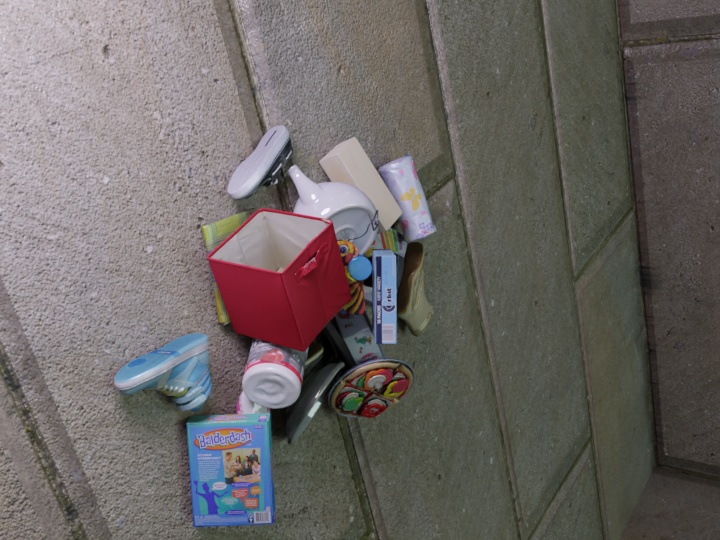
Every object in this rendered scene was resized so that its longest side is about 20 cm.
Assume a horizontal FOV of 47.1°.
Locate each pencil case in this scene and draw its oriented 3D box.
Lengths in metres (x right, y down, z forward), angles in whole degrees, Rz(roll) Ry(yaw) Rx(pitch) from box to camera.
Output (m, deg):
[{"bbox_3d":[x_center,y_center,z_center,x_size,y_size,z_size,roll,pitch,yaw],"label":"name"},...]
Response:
[{"bbox_3d":[0.111,-0.166,1.939,0.082,0.091,0.202,-21,95,-11],"label":"pencil case"}]

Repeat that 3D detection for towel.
[{"bbox_3d":[-0.235,-0.005,1.576,0.143,0.023,0.202,-27,115,-48],"label":"towel"}]

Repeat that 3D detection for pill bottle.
[{"bbox_3d":[-0.157,0.156,1.588,0.201,0.110,0.111,-83,153,-50],"label":"pill bottle"}]

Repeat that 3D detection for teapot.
[{"bbox_3d":[-0.066,-0.107,1.700,0.196,0.146,0.201,-5,130,-34],"label":"teapot"}]

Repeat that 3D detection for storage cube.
[{"bbox_3d":[-0.145,0.013,1.525,0.171,0.198,0.181,-48,136,-40],"label":"storage cube"}]

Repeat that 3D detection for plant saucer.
[{"bbox_3d":[-0.106,0.264,1.713,0.201,0.050,0.200,-56,173,-11],"label":"plant saucer"}]

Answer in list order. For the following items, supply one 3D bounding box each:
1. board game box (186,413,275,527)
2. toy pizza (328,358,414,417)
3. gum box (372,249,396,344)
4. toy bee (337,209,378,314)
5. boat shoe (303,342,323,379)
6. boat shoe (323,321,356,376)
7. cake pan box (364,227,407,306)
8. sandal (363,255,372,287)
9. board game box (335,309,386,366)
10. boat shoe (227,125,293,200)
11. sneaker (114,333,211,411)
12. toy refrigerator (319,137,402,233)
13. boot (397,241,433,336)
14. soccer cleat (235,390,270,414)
[{"bbox_3d":[-0.236,0.367,1.519,0.045,0.150,0.202,-94,-177,-80],"label":"board game box"},{"bbox_3d":[0.027,0.263,1.788,0.200,0.199,0.032,42,19,-47],"label":"toy pizza"},{"bbox_3d":[0.047,0.048,1.677,0.200,0.044,0.172,-109,-161,-85],"label":"gum box"},{"bbox_3d":[-0.033,-0.018,1.631,0.108,0.131,0.202,7,76,-10],"label":"toy bee"},{"bbox_3d":[-0.151,0.214,1.685,0.199,0.073,0.065,-32,124,-37],"label":"boat shoe"},{"bbox_3d":[-0.050,0.195,1.825,0.066,0.070,0.201,-29,131,-5],"label":"boat shoe"},{"bbox_3d":[0.029,-0.016,1.913,0.199,0.052,0.186,27,75,-52],"label":"cake pan box"},{"bbox_3d":[0.000,0.000,1.785,0.200,0.045,0.076,-11,115,-69],"label":"sandal"},{"bbox_3d":[0.004,0.149,1.809,0.148,0.064,0.201,-112,178,-47],"label":"board game box"},{"bbox_3d":[-0.180,-0.194,1.585,0.201,0.072,0.071,-58,132,-34],"label":"boat shoe"},{"bbox_3d":[-0.328,0.201,1.428,0.199,0.079,0.132,-27,114,-48],"label":"sneaker"},{"bbox_3d":[0.000,-0.180,1.798,0.201,0.070,0.076,56,49,-18],"label":"toy refrigerator"},{"bbox_3d":[0.137,0.047,2.051,0.156,0.072,0.202,50,45,-51],"label":"boot"},{"bbox_3d":[-0.203,0.325,1.579,0.069,0.086,0.202,1,103,-21],"label":"soccer cleat"}]
